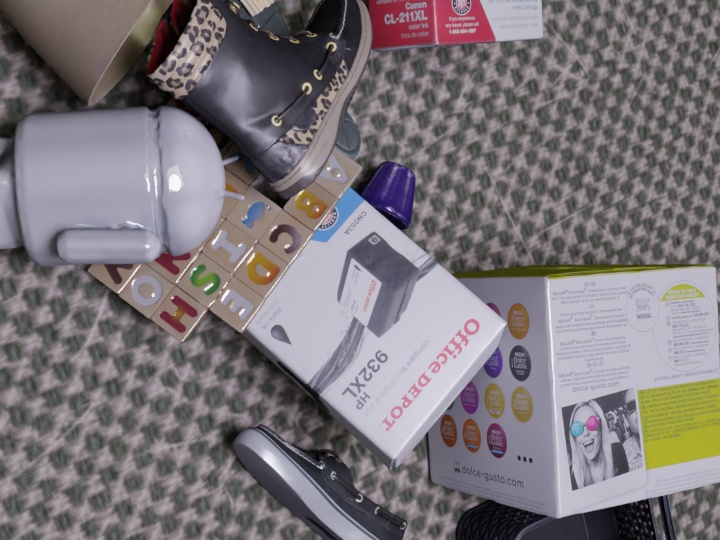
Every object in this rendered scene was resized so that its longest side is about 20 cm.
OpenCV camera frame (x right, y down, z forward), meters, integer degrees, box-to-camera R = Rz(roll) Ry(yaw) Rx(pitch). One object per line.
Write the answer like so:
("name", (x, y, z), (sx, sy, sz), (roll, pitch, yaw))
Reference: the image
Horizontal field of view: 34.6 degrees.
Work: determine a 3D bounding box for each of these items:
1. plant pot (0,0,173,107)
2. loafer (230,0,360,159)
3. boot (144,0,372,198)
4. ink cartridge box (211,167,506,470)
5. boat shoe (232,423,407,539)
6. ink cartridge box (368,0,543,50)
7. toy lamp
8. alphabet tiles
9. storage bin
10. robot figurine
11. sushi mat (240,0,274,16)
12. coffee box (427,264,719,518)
("plant pot", (-0.221, -0.259, 0.847), (0.199, 0.187, 0.188), (39, 71, -10))
("loafer", (-0.081, -0.164, 0.980), (0.201, 0.063, 0.072), (53, 37, -10))
("boot", (-0.075, -0.173, 0.894), (0.150, 0.073, 0.202), (35, 56, -28))
("ink cartridge box", (-0.001, 0.040, 0.950), (0.200, 0.084, 0.145), (41, 80, 10))
("boat shoe", (-0.032, 0.190, 1.009), (0.200, 0.068, 0.057), (48, 64, -28))
("ink cartridge box", (0.078, -0.295, 0.987), (0.144, 0.082, 0.203), (-13, 103, -41))
("toy lamp", (0.000, 0.000, 1.030), (0.058, 0.058, 0.203), (26, 76, -27))
("alphabet tiles", (-0.121, -0.051, 0.931), (0.166, 0.008, 0.201), (35, 79, 10))
("storage bin", (0.206, 0.278, 1.129), (0.198, 0.093, 0.137), (-18, 99, -28))
("robot figurine", (-0.188, -0.064, 0.869), (0.197, 0.171, 0.114), (-4, 135, -7))
("sushi mat", (-0.109, -0.314, 0.941), (0.095, 0.012, 0.201), (-37, 94, -4))
("coffee box", (0.190, 0.096, 1.058), (0.197, 0.199, 0.201), (-4, 91, -30))
